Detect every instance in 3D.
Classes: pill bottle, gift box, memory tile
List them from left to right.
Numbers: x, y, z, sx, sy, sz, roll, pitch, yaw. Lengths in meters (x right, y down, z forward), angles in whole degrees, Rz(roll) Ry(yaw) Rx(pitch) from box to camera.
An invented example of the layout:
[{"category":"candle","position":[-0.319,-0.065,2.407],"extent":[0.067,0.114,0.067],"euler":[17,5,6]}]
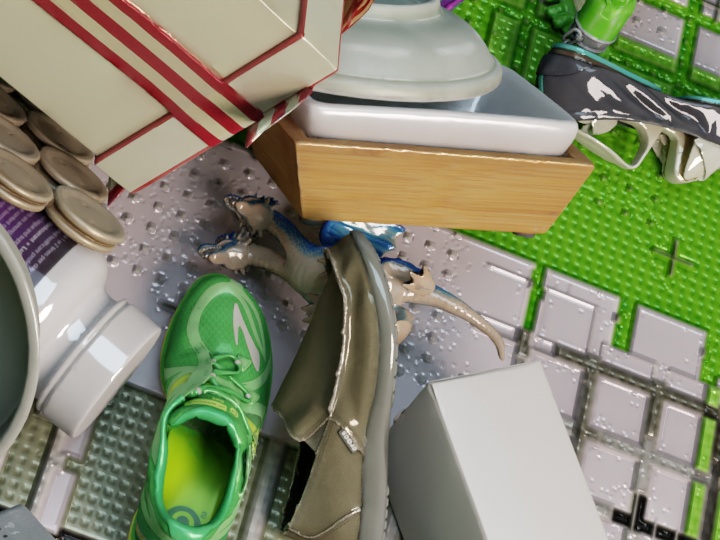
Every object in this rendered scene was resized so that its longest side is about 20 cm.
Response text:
[{"category":"pill bottle","position":[-0.218,0.004,1.264],"extent":[0.200,0.112,0.112],"euler":[38,57,2]},{"category":"memory tile","position":[-0.218,-0.087,1.284],"extent":[0.153,0.017,0.200],"euler":[30,17,-30]},{"category":"gift box","position":[-0.116,-0.157,1.229],"extent":[0.187,0.184,0.201],"euler":[39,42,-33]}]

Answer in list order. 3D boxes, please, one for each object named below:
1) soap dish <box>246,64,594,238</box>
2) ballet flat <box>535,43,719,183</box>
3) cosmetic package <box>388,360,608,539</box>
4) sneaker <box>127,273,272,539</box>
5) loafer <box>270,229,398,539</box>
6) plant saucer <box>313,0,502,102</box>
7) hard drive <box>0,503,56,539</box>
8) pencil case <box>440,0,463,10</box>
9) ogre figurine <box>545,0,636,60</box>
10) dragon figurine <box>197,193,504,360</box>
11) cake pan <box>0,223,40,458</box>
[{"category":"soap dish","position":[0.029,-0.083,1.388],"extent":[0.199,0.082,0.157],"euler":[4,20,-20]},{"category":"ballet flat","position":[0.208,-0.099,1.516],"extent":[0.199,0.073,0.073],"euler":[16,59,-20]},{"category":"cosmetic package","position":[0.088,0.169,1.301],"extent":[0.084,0.108,0.201],"euler":[-9,69,-25]},{"category":"sneaker","position":[-0.086,0.089,1.288],"extent":[0.074,0.084,0.201],"euler":[15,59,-13]},{"category":"loafer","position":[-0.017,0.076,1.288],"extent":[0.069,0.075,0.202],"euler":[1,98,-7]},{"category":"plant saucer","position":[-0.005,-0.158,1.384],"extent":[0.199,0.051,0.200],"euler":[8,20,-3]},{"category":"hard drive","position":[-0.237,0.205,1.159],"extent":[0.199,0.033,0.139],"euler":[-21,37,-28]},{"category":"pencil case","position":[0.029,-0.274,1.517],"extent":[0.085,0.092,0.201],"euler":[-17,63,16]},{"category":"ogre figurine","position":[0.205,-0.232,1.546],"extent":[0.200,0.120,0.098],"euler":[-35,80,-32]},{"category":"dragon figurine","position":[0.000,0.000,1.368],"extent":[0.199,0.059,0.100],"euler":[11,21,-20]},{"category":"cake pan","position":[-0.264,0.028,1.204],"extent":[0.200,0.201,0.037],"euler":[38,21,1]}]
